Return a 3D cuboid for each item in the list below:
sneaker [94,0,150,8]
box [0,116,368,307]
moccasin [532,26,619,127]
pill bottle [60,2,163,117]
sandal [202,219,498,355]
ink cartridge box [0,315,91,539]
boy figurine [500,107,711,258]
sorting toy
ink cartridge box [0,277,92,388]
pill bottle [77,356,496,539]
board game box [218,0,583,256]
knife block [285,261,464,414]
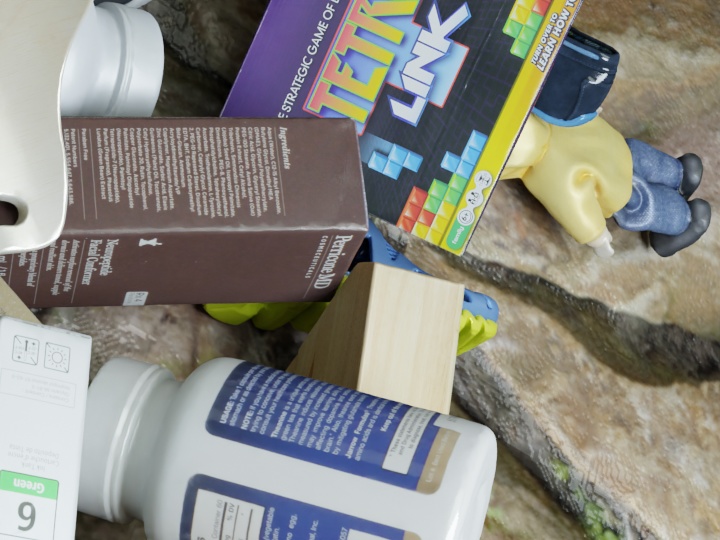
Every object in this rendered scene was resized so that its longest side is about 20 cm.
[{"bbox_3d":[-0.177,-0.202,1.081,0.200,0.114,0.076,10,67,-34],"label":"sneaker"},{"bbox_3d":[-0.104,-0.030,1.032,0.200,0.100,0.075,-3,66,-14],"label":"box"},{"bbox_3d":[0.091,-0.179,1.266,0.200,0.068,0.080,40,31,10],"label":"moccasin"},{"bbox_3d":[-0.211,-0.121,1.024,0.200,0.112,0.112,11,66,-34],"label":"pill bottle"},{"bbox_3d":[0.000,0.000,1.158,0.200,0.079,0.087,18,58,-31],"label":"sandal"},{"bbox_3d":[-0.172,0.131,0.857,0.050,0.109,0.200,15,65,-32],"label":"ink cartridge box"},{"bbox_3d":[0.145,-0.065,1.295,0.200,0.064,0.124,15,53,-30],"label":"boy figurine"},{"bbox_3d":[-0.204,-0.077,0.893,0.200,0.107,0.180,-33,113,-50],"label":"sorting toy"},{"bbox_3d":[-0.252,0.048,0.949,0.200,0.075,0.165,51,52,-10],"label":"ink cartridge box"},{"bbox_3d":[-0.040,0.107,0.967,0.200,0.111,0.111,14,56,11],"label":"pill bottle"},{"bbox_3d":[0.027,-0.133,1.125,0.165,0.057,0.200,24,98,-2],"label":"board game box"},{"bbox_3d":[0.006,0.121,1.052,0.064,0.200,0.176,13,35,-33],"label":"knife block"}]
